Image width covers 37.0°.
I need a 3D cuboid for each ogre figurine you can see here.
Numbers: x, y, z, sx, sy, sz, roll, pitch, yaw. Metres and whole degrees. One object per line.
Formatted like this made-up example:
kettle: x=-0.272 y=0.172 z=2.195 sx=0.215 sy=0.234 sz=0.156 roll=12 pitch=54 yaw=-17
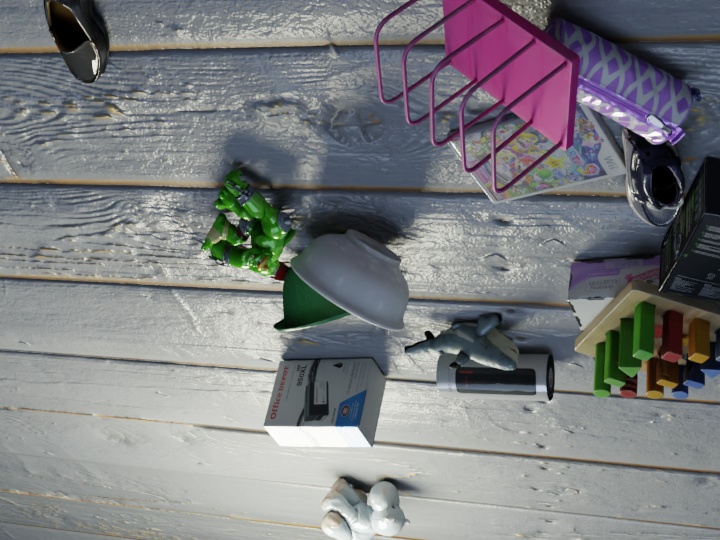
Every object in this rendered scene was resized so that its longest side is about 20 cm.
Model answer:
ogre figurine: x=-0.166 y=-0.060 z=1.627 sx=0.119 sy=0.098 sz=0.201 roll=28 pitch=123 yaw=4

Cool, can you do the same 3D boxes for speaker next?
speaker: x=0.233 y=0.183 z=1.865 sx=0.197 sy=0.082 sz=0.081 roll=0 pitch=146 yaw=20

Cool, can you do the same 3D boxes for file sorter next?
file sorter: x=0.123 y=-0.203 z=1.180 sx=0.200 sy=0.125 sz=0.140 roll=43 pitch=160 yaw=29

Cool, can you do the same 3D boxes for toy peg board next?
toy peg board: x=0.437 y=0.127 z=1.554 sx=0.197 sy=0.099 sz=0.200 roll=17 pitch=148 yaw=-7

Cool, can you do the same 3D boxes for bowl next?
bowl: x=0.000 y=0.000 z=1.619 sx=0.200 sy=0.201 sz=0.091 roll=27 pitch=101 yaw=-21

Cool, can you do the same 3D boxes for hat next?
hat: x=-0.089 y=-0.008 z=1.730 sx=0.198 sy=0.178 sz=0.165 roll=-20 pitch=-172 yaw=-36

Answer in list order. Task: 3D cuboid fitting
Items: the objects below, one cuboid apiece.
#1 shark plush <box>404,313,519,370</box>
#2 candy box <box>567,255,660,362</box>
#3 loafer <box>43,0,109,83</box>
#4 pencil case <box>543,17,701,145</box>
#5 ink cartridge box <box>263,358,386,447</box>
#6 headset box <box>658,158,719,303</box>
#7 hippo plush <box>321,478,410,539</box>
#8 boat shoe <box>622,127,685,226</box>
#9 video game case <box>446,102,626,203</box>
shark plush: x=0.167 y=0.126 z=1.795 sx=0.197 sy=0.084 sz=0.091 roll=5 pitch=147 yaw=13
candy box: x=0.417 y=0.064 z=1.622 sx=0.166 sy=0.072 sz=0.200 roll=-4 pitch=145 yaw=25
loafer: x=-0.363 y=-0.299 z=1.346 sx=0.072 sy=0.073 sz=0.201 roll=8 pitch=148 yaw=5
pencil case: x=0.286 y=-0.212 z=1.234 sx=0.198 sy=0.086 sz=0.084 roll=23 pitch=140 yaw=-13
ink cartridge box: x=-0.066 y=0.247 z=2.006 sx=0.198 sy=0.146 sz=0.084 roll=-4 pitch=143 yaw=24
headset box: x=0.504 y=-0.044 z=1.405 sx=0.172 sy=0.094 sz=0.201 roll=11 pitch=147 yaw=4
hippo plush: x=0.014 y=0.559 z=2.432 sx=0.160 sy=0.203 sz=0.159 roll=-22 pitch=156 yaw=32
boat shoe: x=0.375 y=-0.098 z=1.356 sx=0.074 sy=0.094 sz=0.200 roll=-19 pitch=139 yaw=14
video game case: x=0.231 y=-0.154 z=1.406 sx=0.198 sy=0.018 sz=0.143 roll=-12 pitch=139 yaw=33
